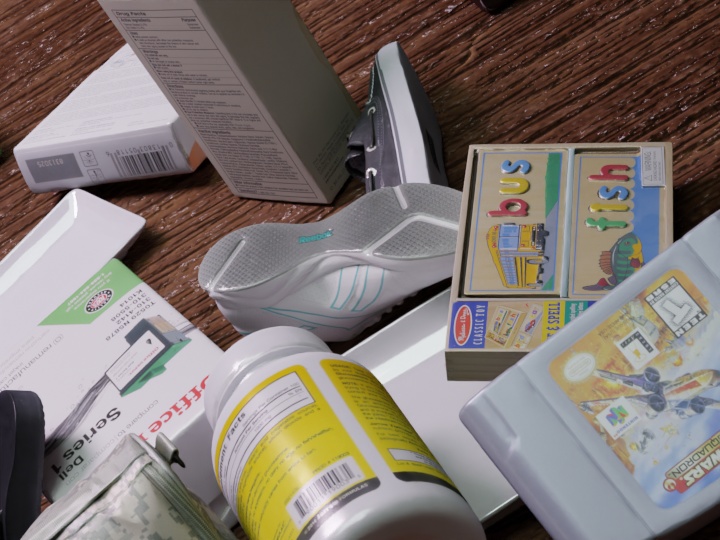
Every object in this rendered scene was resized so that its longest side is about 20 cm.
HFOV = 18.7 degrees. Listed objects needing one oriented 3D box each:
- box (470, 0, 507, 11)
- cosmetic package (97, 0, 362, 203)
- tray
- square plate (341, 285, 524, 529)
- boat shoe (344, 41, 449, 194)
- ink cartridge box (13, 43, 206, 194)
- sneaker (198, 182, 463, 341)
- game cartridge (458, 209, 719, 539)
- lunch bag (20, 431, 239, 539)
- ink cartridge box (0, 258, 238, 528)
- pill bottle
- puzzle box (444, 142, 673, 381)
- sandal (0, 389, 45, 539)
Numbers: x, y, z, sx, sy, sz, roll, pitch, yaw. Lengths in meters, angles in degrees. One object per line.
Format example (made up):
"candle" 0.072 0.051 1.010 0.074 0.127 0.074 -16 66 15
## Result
"box" 0.107 -0.336 1.633 0.200 0.166 0.164 -36 36 -2
"cosmetic package" -0.085 -0.142 1.533 0.103 0.200 0.073 7 51 40
"tray" -0.249 0.025 1.620 0.200 0.022 0.107 -47 39 -17
"square plate" 0.072 0.081 1.313 0.199 0.028 0.198 -32 36 3
"boat shoe" 0.020 -0.079 1.504 0.066 0.070 0.201 -23 46 12
"ink cartridge box" -0.159 -0.135 1.729 0.161 0.050 0.200 -6 27 32
"sneaker" 0.000 0.000 1.416 0.199 0.080 0.071 -12 43 16
"game cartridge" 0.171 0.069 1.195 0.200 0.042 0.133 -37 65 -6
"lunch bag" -0.149 0.204 1.226 0.200 0.168 0.139 -41 37 -9
"ink cartridge box" -0.149 0.098 1.412 0.146 0.084 0.200 -42 37 -10
"pill bottle" -0.017 0.118 1.224 0.112 0.113 0.200 -35 38 -2
"puzzle box" 0.122 -0.009 1.313 0.132 0.026 0.201 -1 40 8
"sandal" -0.224 0.174 1.338 0.076 0.043 0.201 167 104 -64
